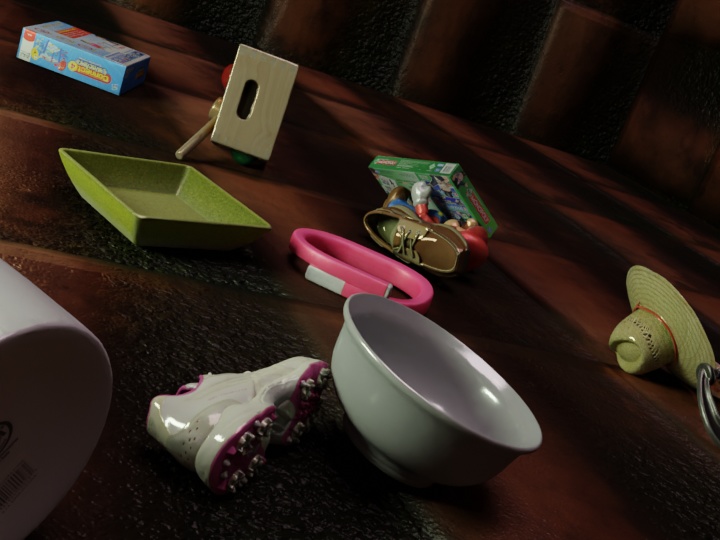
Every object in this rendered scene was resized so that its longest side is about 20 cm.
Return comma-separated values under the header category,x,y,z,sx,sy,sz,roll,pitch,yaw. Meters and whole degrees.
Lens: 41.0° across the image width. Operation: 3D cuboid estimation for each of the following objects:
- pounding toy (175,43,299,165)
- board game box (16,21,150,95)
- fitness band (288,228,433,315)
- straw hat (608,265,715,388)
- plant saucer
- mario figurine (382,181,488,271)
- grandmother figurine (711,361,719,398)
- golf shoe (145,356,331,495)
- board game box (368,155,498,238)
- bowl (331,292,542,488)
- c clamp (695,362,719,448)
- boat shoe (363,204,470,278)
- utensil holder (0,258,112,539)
category,x,y,z,sx,sy,sz,roll,pitch,yaw
pounding toy,-0.198,-0.253,1.560,0.140,0.203,0.184,18,2,-8
board game box,-0.511,-0.400,1.799,0.193,0.057,0.200,20,17,-5
fitness band,0.000,0.000,1.227,0.197,0.038,0.144,25,17,8
straw hat,0.385,0.096,1.304,0.084,0.203,0.201,-28,31,-7
plant saucer,-0.239,-0.078,1.155,0.198,0.049,0.199,3,24,-47
mario figurine,0.130,-0.069,1.482,0.122,0.107,0.199,8,20,-43
grandmother figurine,0.507,0.166,1.306,0.120,0.061,0.200,23,16,-32
golf shoe,-0.089,0.101,0.751,0.090,0.076,0.200,23,15,17
board game box,0.113,-0.118,1.524,0.199,0.029,0.135,15,-30,51
bowl,0.047,0.114,0.804,0.199,0.091,0.201,33,15,-10
c clamp,0.491,0.152,1.209,0.197,0.027,0.173,-5,67,-28
boat shoe,0.075,-0.041,1.400,0.073,0.077,0.199,0,18,-37
utensil holder,-0.262,0.049,0.532,0.198,0.172,0.169,30,19,23
